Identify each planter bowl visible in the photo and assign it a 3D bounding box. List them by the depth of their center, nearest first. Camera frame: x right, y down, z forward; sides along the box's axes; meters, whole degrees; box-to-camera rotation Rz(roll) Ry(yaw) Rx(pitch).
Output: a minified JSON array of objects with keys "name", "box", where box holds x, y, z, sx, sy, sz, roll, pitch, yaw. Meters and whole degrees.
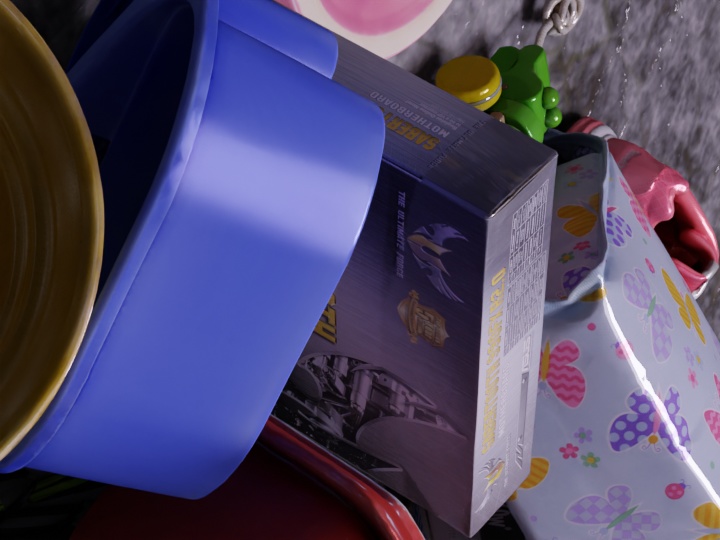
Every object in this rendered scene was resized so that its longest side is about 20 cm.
[{"name":"planter bowl","box":[-0.184,-0.010,0.793,0.201,0.200,0.083,-62,-177,-9]}]

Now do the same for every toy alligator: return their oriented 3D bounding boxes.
[{"name":"toy alligator","box":[0.069,-0.073,1.177,0.200,0.054,0.059,-45,142,-31]}]

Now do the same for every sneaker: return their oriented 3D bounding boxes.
[{"name":"sneaker","box":[-0.133,0.082,0.973,0.200,0.071,0.083,32,76,-60]},{"name":"sneaker","box":[0.158,0.003,1.336,0.074,0.087,0.200,-53,145,-20]}]

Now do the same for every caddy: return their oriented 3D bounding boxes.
[{"name":"caddy","box":[-0.079,-0.017,0.846,0.105,0.141,0.200,18,111,-25]}]

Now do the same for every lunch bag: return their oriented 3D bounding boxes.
[{"name":"lunch bag","box":[0.111,0.041,1.200,0.170,0.127,0.200,58,22,-22]}]

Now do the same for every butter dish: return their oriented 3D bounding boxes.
[{"name":"butter dish","box":[-0.044,0.156,0.918,0.148,0.200,0.200,-37,120,-16]}]

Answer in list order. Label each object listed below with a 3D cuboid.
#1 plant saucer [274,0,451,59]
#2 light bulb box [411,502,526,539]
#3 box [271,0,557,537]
[{"name":"plant saucer","box":[-0.001,-0.168,1.038,0.200,0.051,0.201,-33,133,-43]},{"name":"light bulb box","box":[0.089,0.231,1.249,0.198,0.124,0.201,-98,-171,-63]},{"name":"box","box":[0.000,0.000,1.009,0.048,0.158,0.200,-42,150,-32]}]
